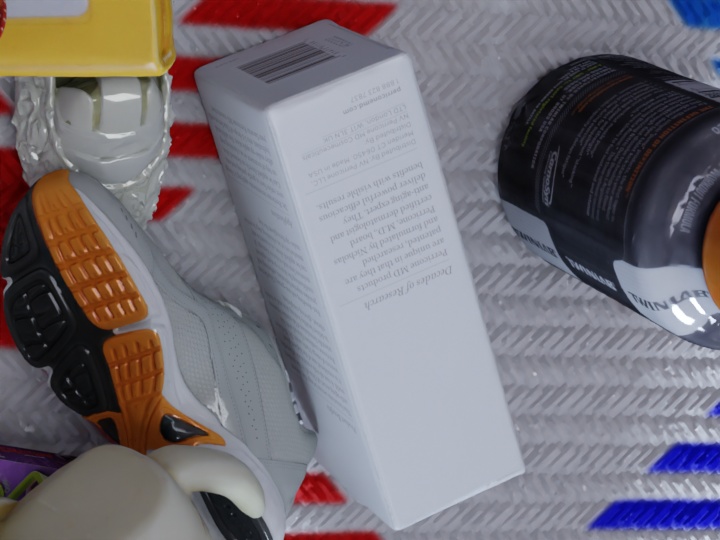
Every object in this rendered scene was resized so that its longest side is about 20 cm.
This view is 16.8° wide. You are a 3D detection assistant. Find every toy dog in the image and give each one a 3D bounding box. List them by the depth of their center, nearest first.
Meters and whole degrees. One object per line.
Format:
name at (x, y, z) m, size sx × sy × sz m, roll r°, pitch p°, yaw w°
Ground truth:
toy dog at (-0.116, 0.179, 1.024) m, size 0.194 × 0.139 × 0.201 m, roll -41°, pitch 134°, yaw -35°

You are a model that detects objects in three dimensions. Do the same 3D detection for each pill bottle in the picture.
pill bottle at (0.144, -0.028, 1.070) m, size 0.105 × 0.200 × 0.107 m, roll -5°, pitch 106°, yaw -19°

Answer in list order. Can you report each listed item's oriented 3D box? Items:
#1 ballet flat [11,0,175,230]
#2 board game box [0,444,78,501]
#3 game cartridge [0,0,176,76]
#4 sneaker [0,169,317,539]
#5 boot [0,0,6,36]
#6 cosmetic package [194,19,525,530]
ballet flat at (-0.109, -0.100, 1.028) m, size 0.071 × 0.072 × 0.202 m, roll -4°, pitch 106°, yaw -20°
board game box at (-0.155, 0.179, 1.084) m, size 0.120 × 0.032 × 0.201 m, roll 14°, pitch 98°, yaw -47°
game cartridge at (-0.169, -0.157, 0.879) m, size 0.198 × 0.032 × 0.178 m, roll 0°, pitch 106°, yaw 8°
sneaker at (-0.084, 0.033, 1.068) m, size 0.201 × 0.075 × 0.092 m, roll 63°, pitch 35°, yaw -25°
boot at (-0.139, -0.117, 0.839) m, size 0.199 × 0.075 × 0.108 m, roll -28°, pitch 105°, yaw 23°
cosmetic package at (0.000, 0.000, 1.076) m, size 0.071 × 0.101 × 0.201 m, roll -22°, pitch 111°, yaw -15°
